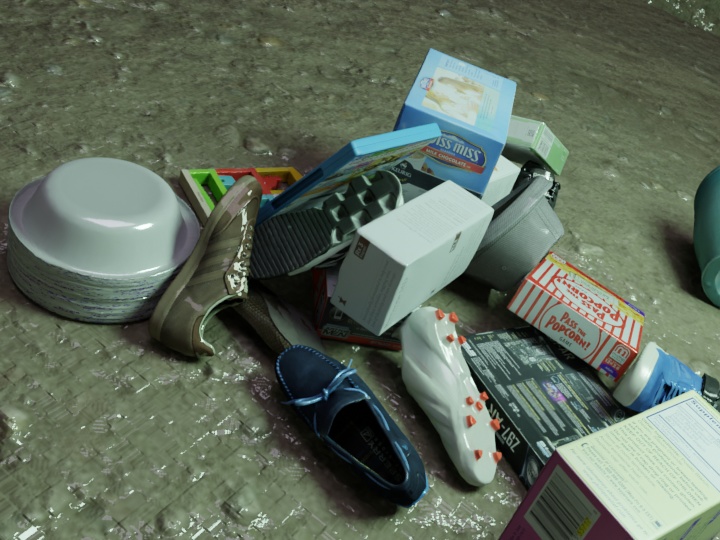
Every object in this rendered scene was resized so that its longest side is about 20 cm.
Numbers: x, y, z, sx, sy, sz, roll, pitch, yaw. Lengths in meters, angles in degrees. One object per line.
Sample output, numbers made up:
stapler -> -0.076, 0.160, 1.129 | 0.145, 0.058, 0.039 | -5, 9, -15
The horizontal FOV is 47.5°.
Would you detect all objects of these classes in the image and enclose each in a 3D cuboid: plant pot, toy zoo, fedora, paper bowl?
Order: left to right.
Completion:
paper bowl -> -0.274, -0.046, 0.884 | 0.198, 0.105, 0.202 | 13, 34, -9
toy zoo -> -0.126, -0.093, 1.090 | 0.198, 0.021, 0.132 | -6, 43, -33
fedora -> 0.188, -0.034, 1.059 | 0.091, 0.200, 0.177 | 50, 48, -2
plant pot -> 0.600, -0.038, 1.242 | 0.198, 0.201, 0.189 | 25, 50, 7

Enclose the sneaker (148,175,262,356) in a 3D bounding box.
sneaker -> -0.142, -0.002, 0.864 | 0.075, 0.070, 0.201 | 28, 76, 3

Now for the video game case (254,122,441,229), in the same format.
video game case -> -0.021, -0.104, 0.912 | 0.142, 0.199, 0.018 | -21, 85, -45

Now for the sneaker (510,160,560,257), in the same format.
sneaker -> 0.254, -0.095, 1.214 | 0.070, 0.099, 0.201 | 17, 36, -6

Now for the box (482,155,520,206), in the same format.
box -> 0.116, -0.119, 1.177 | 0.124, 0.098, 0.199 | 40, 39, 25

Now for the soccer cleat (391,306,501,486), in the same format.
soccer cleat -> 0.088, 0.134, 0.862 | 0.069, 0.077, 0.202 | 20, 46, -47

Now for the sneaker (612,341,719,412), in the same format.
sneaker -> 0.359, 0.142, 0.931 | 0.111, 0.077, 0.200 | 36, 11, 22

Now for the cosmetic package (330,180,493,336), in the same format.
cosmetic package -> 0.061, -0.019, 0.906 | 0.074, 0.102, 0.200 | 34, 38, 18

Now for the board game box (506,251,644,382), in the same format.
board game box -> 0.273, 0.051, 1.016 | 0.151, 0.047, 0.200 | 35, 21, 11

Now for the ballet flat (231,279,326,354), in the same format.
ballet flat -> -0.114, 0.045, 0.900 | 0.200, 0.047, 0.067 | 43, 18, 20

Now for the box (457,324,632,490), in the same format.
box -> 0.205, 0.147, 0.911 | 0.159, 0.044, 0.200 | -6, 43, -32

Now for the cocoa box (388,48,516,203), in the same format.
cocoa box -> 0.111, -0.173, 1.047 | 0.132, 0.132, 0.201 | 22, 36, 0

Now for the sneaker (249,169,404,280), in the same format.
sneaker -> -0.039, -0.032, 0.915 | 0.198, 0.089, 0.075 | -24, 63, 0

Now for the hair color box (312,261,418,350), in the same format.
hair color box -> 0.000, 0.000, 0.992 | 0.110, 0.064, 0.201 | 11, 35, -13

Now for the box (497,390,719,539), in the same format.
box -> 0.227, 0.218, 0.711 | 0.198, 0.177, 0.097 | -10, 45, -35

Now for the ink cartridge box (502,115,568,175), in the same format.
ink cartridge box -> 0.214, -0.212, 1.296 | 0.199, 0.048, 0.145 | 23, 2, 31

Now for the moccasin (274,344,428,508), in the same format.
moccasin -> -0.009, 0.135, 0.778 | 0.199, 0.068, 0.081 | 37, 80, 25
